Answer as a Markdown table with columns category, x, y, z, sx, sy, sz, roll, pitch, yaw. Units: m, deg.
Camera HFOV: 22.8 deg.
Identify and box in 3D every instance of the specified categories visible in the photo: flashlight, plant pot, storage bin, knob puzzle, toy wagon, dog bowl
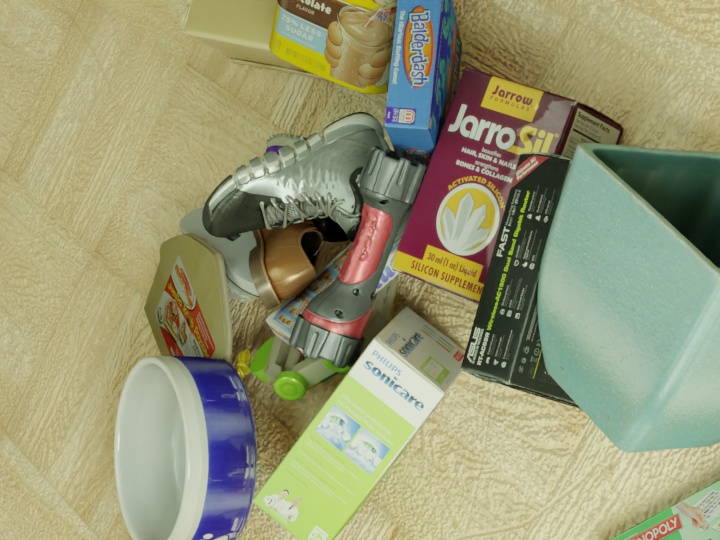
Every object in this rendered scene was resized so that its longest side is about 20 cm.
| category | x | y | z | sx | sy | sz | roll | pitch | yaw |
| --- | --- | --- | --- | --- | --- | --- | --- | --- | --- |
| flashlight | -0.003 | -0.014 | 1.642 | 0.068 | 0.068 | 0.201 | -113 | 42 | -79 |
| plant pot | 0.259 | 0.036 | 1.447 | 0.196 | 0.195 | 0.201 | 48 | 126 | 41 |
| storage bin | -0.078 | -0.323 | 1.940 | 0.199 | 0.093 | 0.200 | 17 | 88 | 45 |
| knob puzzle | -0.170 | 0.048 | 1.910 | 0.219 | 0.030 | 0.221 | 20 | 113 | 59 |
| toy wagon | -0.046 | 0.063 | 1.783 | 0.200 | 0.040 | 0.156 | -32 | 27 | 33 |
| dog bowl | -0.181 | 0.188 | 1.824 | 0.200 | 0.078 | 0.202 | -6 | 84 | 61 |

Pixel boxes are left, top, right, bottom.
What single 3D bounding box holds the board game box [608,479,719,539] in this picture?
| category | x | y | z | sx | sy | sz | roll | pitch | yaw |
| --- | --- | --- | --- | --- | --- | --- | --- | --- | --- |
| board game box | 0.295 | 0.245 | 1.450 | 0.200 | 0.029 | 0.135 | -35 | 55 | 31 |

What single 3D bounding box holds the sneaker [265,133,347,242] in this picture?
| category | x | y | z | sx | sy | sz | roll | pitch | yaw |
| --- | --- | --- | --- | --- | --- | --- | --- | --- | --- |
| sneaker | -0.039 | -0.082 | 1.839 | 0.200 | 0.069 | 0.100 | 15 | 93 | 50 |

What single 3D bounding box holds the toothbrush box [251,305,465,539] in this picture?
| category | x | y | z | sx | sy | sz | roll | pitch | yaw |
| --- | --- | --- | --- | --- | --- | --- | --- | --- | --- |
| toothbrush box | 0.003 | 0.147 | 1.664 | 0.086 | 0.146 | 0.200 | 36 | 106 | 5 |

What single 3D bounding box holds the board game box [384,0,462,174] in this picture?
| category | x | y | z | sx | sy | sz | roll | pitch | yaw |
| --- | --- | --- | --- | --- | --- | --- | --- | --- | --- |
| board game box | 0.062 | -0.178 | 1.695 | 0.045 | 0.200 | 0.153 | 5 | 79 | 8 |

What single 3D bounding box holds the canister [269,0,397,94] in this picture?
| category | x | y | z | sx | sy | sz | roll | pitch | yaw |
| --- | --- | --- | --- | --- | --- | --- | --- | --- | --- |
| canister | -0.007 | -0.289 | 1.745 | 0.148 | 0.087 | 0.201 | 24 | 123 | 17 |

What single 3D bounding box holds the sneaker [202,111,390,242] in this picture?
| category | x | y | z | sx | sy | sz | roll | pitch | yaw |
| --- | --- | --- | --- | --- | --- | --- | --- | --- | --- |
| sneaker | -0.049 | -0.063 | 1.714 | 0.199 | 0.075 | 0.116 | -30 | 63 | -1 |

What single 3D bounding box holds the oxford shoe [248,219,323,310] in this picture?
| category | x | y | z | sx | sy | sz | roll | pitch | yaw |
| --- | --- | --- | --- | --- | --- | --- | --- | --- | --- |
| oxford shoe | -0.071 | -0.031 | 1.792 | 0.071 | 0.072 | 0.200 | -22 | 31 | 7 |

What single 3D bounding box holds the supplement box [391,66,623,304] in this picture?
| category | x | y | z | sx | sy | sz | roll | pitch | yaw |
| --- | --- | --- | --- | --- | --- | --- | --- | --- | --- |
| supplement box | 0.135 | -0.066 | 1.636 | 0.130 | 0.103 | 0.201 | 21 | 92 | 35 |

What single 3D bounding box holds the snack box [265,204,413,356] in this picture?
| category | x | y | z | sx | sy | sz | roll | pitch | yaw |
| --- | --- | --- | --- | --- | --- | --- | --- | --- | --- |
| snack box | 0.000 | 0.000 | 1.735 | 0.200 | 0.024 | 0.072 | -41 | 30 | -11 |

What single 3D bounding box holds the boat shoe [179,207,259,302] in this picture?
| category | x | y | z | sx | sy | sz | roll | pitch | yaw |
| --- | --- | --- | --- | --- | --- | --- | --- | --- | --- |
| boat shoe | -0.125 | -0.002 | 1.906 | 0.071 | 0.070 | 0.200 | -33 | 37 | -25 |

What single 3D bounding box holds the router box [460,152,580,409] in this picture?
| category | x | y | z | sx | sy | sz | roll | pitch | yaw |
| --- | --- | --- | --- | --- | --- | --- | --- | --- | --- |
| router box | 0.179 | 0.013 | 1.547 | 0.062 | 0.149 | 0.201 | 13 | 86 | 47 |
